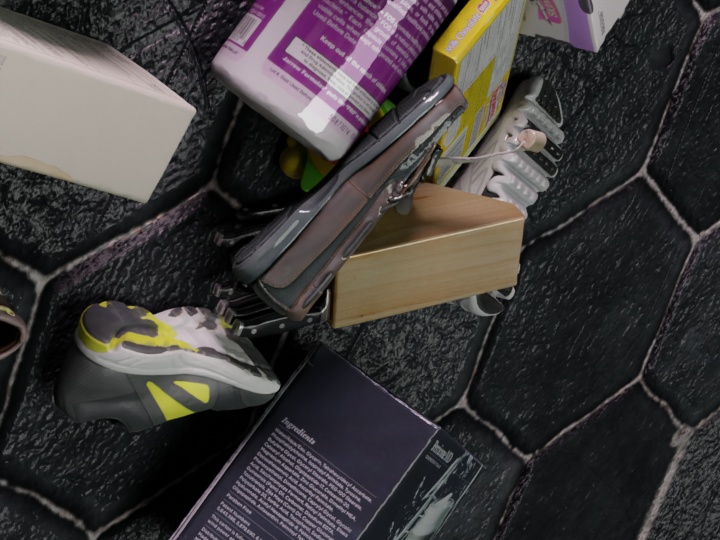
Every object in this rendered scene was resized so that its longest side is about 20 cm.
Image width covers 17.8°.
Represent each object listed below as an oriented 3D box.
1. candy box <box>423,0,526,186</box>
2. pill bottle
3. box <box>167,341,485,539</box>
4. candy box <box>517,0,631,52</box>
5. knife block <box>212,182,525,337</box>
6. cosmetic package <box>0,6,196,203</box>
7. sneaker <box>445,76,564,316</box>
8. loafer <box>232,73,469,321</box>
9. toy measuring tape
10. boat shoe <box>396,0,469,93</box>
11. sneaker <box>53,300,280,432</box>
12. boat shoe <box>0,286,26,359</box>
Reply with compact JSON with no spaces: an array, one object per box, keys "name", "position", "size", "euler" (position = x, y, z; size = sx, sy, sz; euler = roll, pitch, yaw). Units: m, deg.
[{"name":"candy box","position":[0.078,-0.136,1.678],"size":[0.102,0.026,0.200],"euler":[-54,167,-26]},{"name":"pill bottle","position":[-0.001,-0.182,1.551],"size":[0.200,0.112,0.112],"euler":[-54,144,-1]},{"name":"box","position":[-0.023,0.180,1.762],"size":[0.197,0.124,0.200],"euler":[-55,162,-3]},{"name":"candy box","position":[0.175,-0.287,1.659],"size":[0.200,0.072,0.168],"euler":[-55,147,-28]},{"name":"knife block","position":[0.000,0.000,1.651],"size":[0.176,0.200,0.064],"euler":[-59,158,-51]},{"name":"cosmetic package","position":[-0.208,-0.110,1.385],"size":[0.200,0.104,0.073],"euler":[17,105,-51]},{"name":"sneaker","position":[0.098,-0.064,1.794],"size":[0.075,0.081,0.200],"euler":[43,64,-49]},{"name":"loafer","position":[0.003,-0.049,1.568],"size":[0.200,0.072,0.063],"euler":[-42,101,8]},{"name":"toy measuring tape","position":[0.031,-0.100,1.619],"size":[0.074,0.200,0.074],"euler":[34,52,-57]},{"name":"boat shoe","position":[0.068,-0.221,1.643],"size":[0.074,0.063,0.201],"euler":[19,101,-52]},{"name":"sneaker","position":[-0.142,0.074,1.644],"size":[0.200,0.074,0.085],"euler":[15,119,-48]},{"name":"boat shoe","position":[-0.300,0.041,1.435],"size":[0.200,0.060,0.072],"euler":[-9,125,-45]}]
